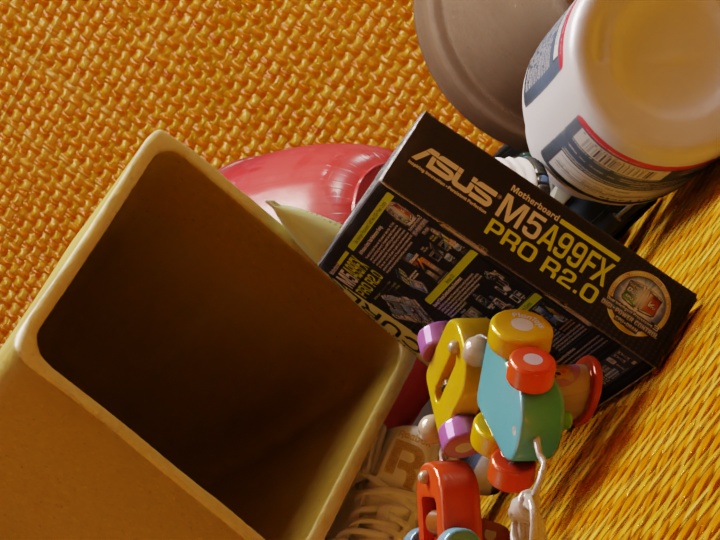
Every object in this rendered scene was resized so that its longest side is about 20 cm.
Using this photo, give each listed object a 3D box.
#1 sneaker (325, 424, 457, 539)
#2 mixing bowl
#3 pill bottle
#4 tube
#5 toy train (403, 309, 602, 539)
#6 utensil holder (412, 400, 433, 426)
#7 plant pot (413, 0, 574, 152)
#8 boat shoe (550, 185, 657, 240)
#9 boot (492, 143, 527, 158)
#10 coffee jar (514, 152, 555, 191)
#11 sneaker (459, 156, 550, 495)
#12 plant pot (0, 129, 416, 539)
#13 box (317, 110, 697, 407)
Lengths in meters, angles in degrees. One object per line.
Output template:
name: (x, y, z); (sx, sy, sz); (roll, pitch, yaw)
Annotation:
sneaker: (0.003, 0.137, 1.589); (0.200, 0.073, 0.116); (-85, 18, -87)
mixing bowl: (0.000, 0.000, 1.784); (0.108, 0.200, 0.200); (-32, 18, 43)
pill bottle: (0.155, -0.102, 1.662); (0.120, 0.119, 0.200); (-57, 2, -11)
tube: (0.030, 0.020, 1.593); (0.052, 0.200, 0.058); (-54, 1, -40)
toy train: (0.072, 0.094, 1.417); (0.200, 0.055, 0.151); (154, 113, -72)
utensil holder: (-0.023, 0.085, 1.949); (0.200, 0.170, 0.170); (-32, 21, 55)
plant pot: (0.150, -0.179, 1.851); (0.201, 0.200, 0.175); (-57, 9, -11)
boat shoe: (0.113, 0.009, 1.759); (0.200, 0.062, 0.075); (-54, -5, -35)
boot: (0.110, -0.038, 2.219); (0.158, 0.079, 0.211); (-50, -2, -32)
coffee jar: (0.114, -0.022, 1.935); (0.104, 0.085, 0.200); (-50, 2, 3)
sneaker: (0.063, 0.031, 1.664); (0.076, 0.076, 0.201); (119, 154, -66)
plant pot: (-0.122, 0.087, 1.621); (0.200, 0.195, 0.195); (-42, 13, 44)
box: (0.068, 0.005, 1.459); (0.044, 0.160, 0.200); (-56, 0, -15)
